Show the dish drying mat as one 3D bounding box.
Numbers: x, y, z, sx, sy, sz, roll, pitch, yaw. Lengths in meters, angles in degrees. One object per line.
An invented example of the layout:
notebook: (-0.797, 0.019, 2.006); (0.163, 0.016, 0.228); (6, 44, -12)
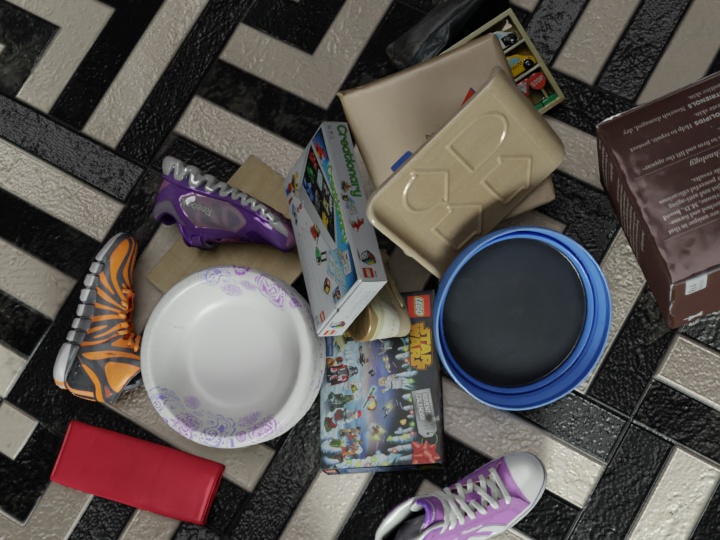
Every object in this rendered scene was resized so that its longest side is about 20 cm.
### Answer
dish drying mat: (-0.259, 0.234, 1.541); (0.200, 0.018, 0.077); (13, 75, 17)

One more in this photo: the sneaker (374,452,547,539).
sneaker: (0.107, 0.251, 1.406); (0.200, 0.114, 0.073); (-32, 67, 0)

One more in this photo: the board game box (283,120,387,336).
board game box: (-0.031, -0.045, 1.455); (0.035, 0.126, 0.200); (0, 61, -27)

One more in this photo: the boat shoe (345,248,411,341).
boat shoe: (0.000, 0.000, 1.504); (0.065, 0.072, 0.200); (1, 43, -28)

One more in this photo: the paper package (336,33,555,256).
paper package: (0.098, -0.141, 1.496); (0.190, 0.103, 0.200); (-21, 96, 5)

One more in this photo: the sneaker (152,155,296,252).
sneaker: (-0.164, -0.058, 1.569); (0.200, 0.080, 0.089); (26, 87, 22)

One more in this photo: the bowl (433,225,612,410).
bowl: (0.172, 0.050, 1.439); (0.200, 0.039, 0.201); (-3, 102, -13)

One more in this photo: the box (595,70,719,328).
box: (0.366, -0.075, 1.424); (0.164, 0.166, 0.200); (-23, 70, 4)

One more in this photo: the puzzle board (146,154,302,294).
puzzle board: (-0.139, -0.022, 1.597); (0.151, 0.017, 0.200); (38, 84, 19)

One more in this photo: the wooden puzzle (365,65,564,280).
wooden puzzle: (0.106, -0.101, 1.385); (0.200, 0.185, 0.046); (-48, 53, 4)

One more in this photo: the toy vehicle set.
toy vehicle set: (0.123, -0.199, 1.560); (0.200, 0.027, 0.124); (-34, 96, 1)

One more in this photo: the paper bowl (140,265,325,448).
paper bowl: (-0.138, 0.097, 1.500); (0.200, 0.104, 0.201); (-1, 86, 13)

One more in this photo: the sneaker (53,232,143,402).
sneaker: (-0.277, 0.062, 1.577); (0.112, 0.078, 0.200); (18, 88, 13)

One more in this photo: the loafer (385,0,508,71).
loafer: (0.113, -0.312, 1.606); (0.072, 0.073, 0.200); (41, 84, 24)

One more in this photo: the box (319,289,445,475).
box: (0.023, 0.126, 1.502); (0.137, 0.040, 0.200); (-5, 71, 10)
